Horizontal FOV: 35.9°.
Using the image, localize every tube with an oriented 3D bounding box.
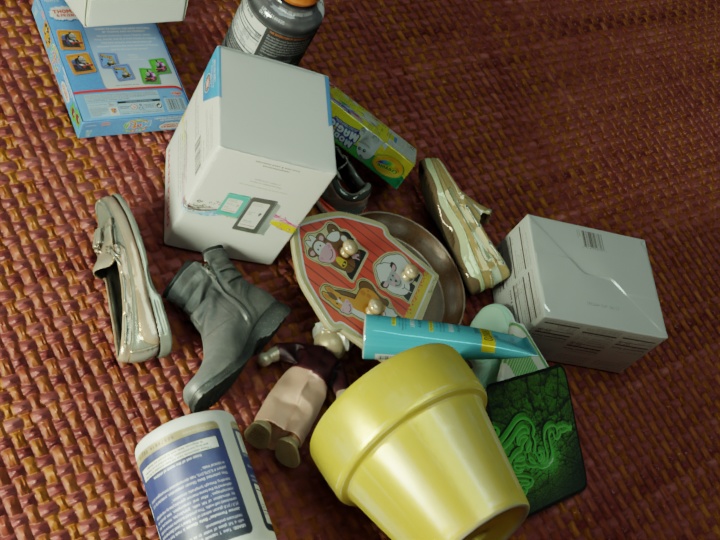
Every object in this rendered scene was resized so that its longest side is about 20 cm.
[{"bbox_3d":[0.100,0.082,1.274,0.196,0.051,0.078,4,17,-2],"label":"tube"}]

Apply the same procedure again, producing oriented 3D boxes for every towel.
[{"bbox_3d":[0.195,0.181,1.363,0.153,0.023,0.202,55,42,-34],"label":"towel"}]

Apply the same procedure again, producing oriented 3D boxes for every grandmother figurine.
[{"bbox_3d":[-0.063,0.126,1.282,0.121,0.061,0.201,36,47,-2],"label":"grandmother figurine"}]

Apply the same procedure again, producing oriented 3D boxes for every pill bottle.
[{"bbox_3d":[-0.148,0.254,1.114,0.110,0.111,0.202,-8,64,-33],"label":"pill bottle"},{"bbox_3d":[-0.112,-0.319,1.447,0.105,0.200,0.108,14,54,-20],"label":"pill bottle"}]

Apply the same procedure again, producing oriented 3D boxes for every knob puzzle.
[{"bbox_3d":[0.000,0.000,1.352,0.217,0.030,0.223,20,49,-24],"label":"knob puzzle"}]

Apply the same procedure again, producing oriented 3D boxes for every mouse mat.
[{"bbox_3d":[0.217,0.205,1.348,0.198,0.007,0.164,-7,85,-51],"label":"mouse mat"}]

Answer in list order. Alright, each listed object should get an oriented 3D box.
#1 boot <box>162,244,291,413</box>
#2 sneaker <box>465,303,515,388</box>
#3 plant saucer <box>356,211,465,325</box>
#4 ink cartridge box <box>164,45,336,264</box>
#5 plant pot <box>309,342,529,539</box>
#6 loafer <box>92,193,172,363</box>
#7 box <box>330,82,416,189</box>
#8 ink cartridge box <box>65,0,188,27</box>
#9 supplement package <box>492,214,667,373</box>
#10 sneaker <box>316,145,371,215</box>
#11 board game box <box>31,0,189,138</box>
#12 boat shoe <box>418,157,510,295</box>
[{"bbox_3d":[-0.177,0.064,1.258,0.131,0.070,0.200,39,38,1],"label":"boot"},{"bbox_3d":[0.139,0.090,1.371,0.202,0.073,0.119,-63,142,-39],"label":"sneaker"},{"bbox_3d":[0.041,0.018,1.424,0.197,0.035,0.203,15,55,-22],"label":"plant saucer"},{"bbox_3d":[-0.136,-0.129,1.311,0.144,0.200,0.149,11,55,-24],"label":"ink cartridge box"},{"bbox_3d":[0.075,0.214,1.185,0.198,0.202,0.190,-16,56,-35],"label":"plant pot"},{"bbox_3d":[-0.267,0.007,1.238,0.062,0.072,0.203,-14,70,-27],"label":"loafer"},{"bbox_3d":[-0.015,-0.195,1.483,0.199,0.049,0.117,39,15,-6],"label":"box"},{"bbox_3d":[-0.323,-0.402,1.422,0.144,0.088,0.200,-14,47,-35],"label":"ink cartridge box"},{"bbox_3d":[0.289,0.034,1.502,0.197,0.111,0.158,11,56,-24],"label":"supplement package"},{"bbox_3d":[-0.059,-0.152,1.446,0.199,0.082,0.077,41,49,0],"label":"sneaker"},{"bbox_3d":[-0.314,-0.264,1.406,0.149,0.037,0.202,-10,66,-33],"label":"board game box"},{"bbox_3d":[0.142,-0.068,1.501,0.075,0.072,0.203,-21,76,-5],"label":"boat shoe"}]
